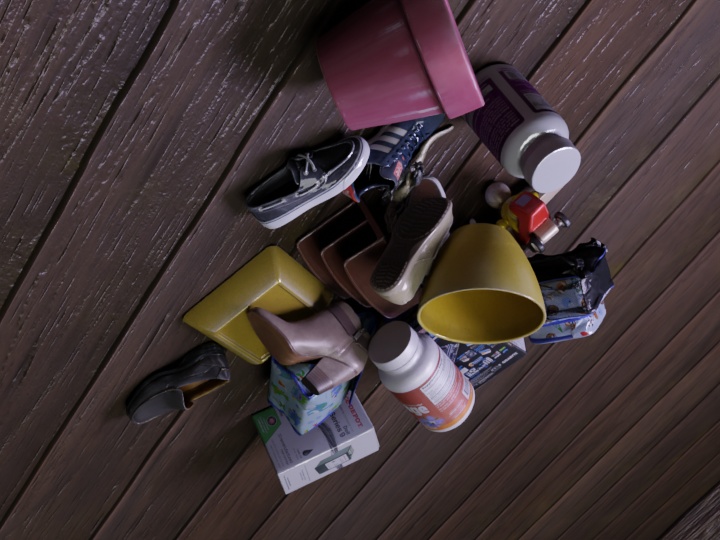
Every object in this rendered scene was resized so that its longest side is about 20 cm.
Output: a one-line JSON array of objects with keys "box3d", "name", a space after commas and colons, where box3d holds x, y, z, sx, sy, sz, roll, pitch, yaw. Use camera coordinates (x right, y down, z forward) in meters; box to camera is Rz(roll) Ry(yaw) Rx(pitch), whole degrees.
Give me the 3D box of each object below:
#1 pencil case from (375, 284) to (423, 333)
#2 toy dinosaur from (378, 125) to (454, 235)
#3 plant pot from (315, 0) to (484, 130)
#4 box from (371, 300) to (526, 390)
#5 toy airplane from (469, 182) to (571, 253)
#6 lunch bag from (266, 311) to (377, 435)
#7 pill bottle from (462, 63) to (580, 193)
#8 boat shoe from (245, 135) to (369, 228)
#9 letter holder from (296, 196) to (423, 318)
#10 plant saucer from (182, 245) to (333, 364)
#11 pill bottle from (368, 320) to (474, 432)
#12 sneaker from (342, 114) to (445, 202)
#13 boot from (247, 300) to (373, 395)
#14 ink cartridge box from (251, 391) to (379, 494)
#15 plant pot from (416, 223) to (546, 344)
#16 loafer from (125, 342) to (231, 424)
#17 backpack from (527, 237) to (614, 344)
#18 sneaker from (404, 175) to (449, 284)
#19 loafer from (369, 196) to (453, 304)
[{"box3d": [0.081, 0.078, 1.741, 0.087, 0.078, 0.201, -54, 170, -55], "name": "pencil case"}, {"box3d": [0.076, -0.144, 1.511, 0.201, 0.047, 0.088, -57, 171, 18], "name": "toy dinosaur"}, {"box3d": [0.046, -0.276, 1.265, 0.178, 0.201, 0.200, -20, 144, 12], "name": "plant pot"}, {"box3d": [0.154, 0.139, 1.702, 0.198, 0.050, 0.200, 31, 126, -25], "name": "box"}, {"box3d": [0.269, -0.093, 1.660, 0.199, 0.141, 0.200, -47, 175, 40], "name": "toy airplane"}, {"box3d": [-0.056, 0.173, 1.709, 0.200, 0.127, 0.170, -37, 161, -29], "name": "lunch bag"}, {"box3d": [0.238, -0.209, 1.439, 0.111, 0.201, 0.113, -18, 140, -16], "name": "pill bottle"}, {"box3d": [-0.080, -0.139, 1.414, 0.199, 0.072, 0.068, -31, 144, 11], "name": "boat shoe"}, {"box3d": [0.000, 0.000, 1.590, 0.142, 0.101, 0.200, -33, 142, 5], "name": "letter holder"}, {"box3d": [-0.158, 0.074, 1.605, 0.200, 0.049, 0.200, -38, 142, 8], "name": "plant saucer"}, {"box3d": [0.100, 0.176, 1.629, 0.112, 0.112, 0.200, -37, 126, 7], "name": "pill bottle"}, {"box3d": [0.053, -0.172, 1.448, 0.199, 0.085, 0.075, -36, 142, 5], "name": "sneaker"}, {"box3d": [-0.073, 0.100, 1.582, 0.146, 0.200, 0.070, -45, -168, -31], "name": "boot"}, {"box3d": [-0.084, 0.305, 1.827, 0.199, 0.146, 0.084, -24, 140, -10], "name": "ink cartridge box"}, {"box3d": [0.189, 0.012, 1.529, 0.198, 0.143, 0.200, 2, 152, 1], "name": "plant pot"}, {"box3d": [-0.306, 0.203, 1.626, 0.199, 0.073, 0.073, -36, 143, 7], "name": "loafer"}, {"box3d": [0.327, 0.038, 1.660, 0.189, 0.155, 0.200, -4, -170, 27], "name": "backpack"}, {"box3d": [0.113, -0.075, 1.623, 0.072, 0.085, 0.201, -1, 120, 7], "name": "sneaker"}, {"box3d": [0.082, -0.030, 1.492, 0.201, 0.075, 0.068, -55, 142, -23], "name": "loafer"}]
